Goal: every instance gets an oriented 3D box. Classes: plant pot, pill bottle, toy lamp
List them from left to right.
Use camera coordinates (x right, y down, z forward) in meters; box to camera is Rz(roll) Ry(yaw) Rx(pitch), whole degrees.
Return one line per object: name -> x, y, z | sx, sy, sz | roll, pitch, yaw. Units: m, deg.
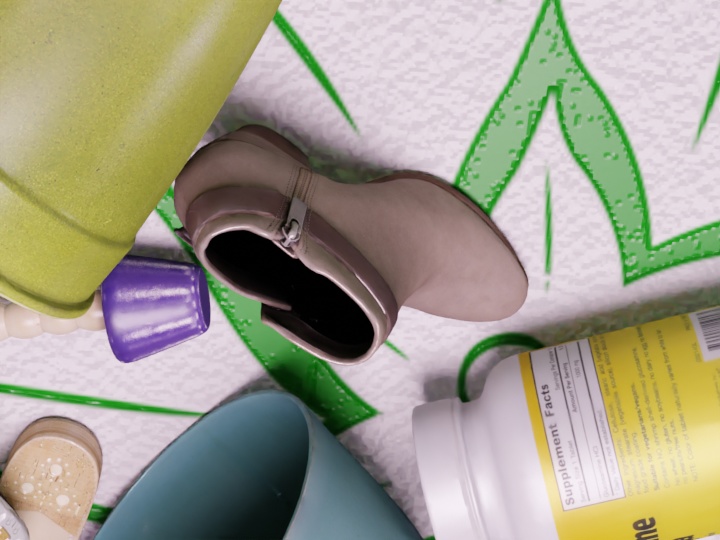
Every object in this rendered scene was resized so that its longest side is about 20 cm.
toy lamp -> -0.176, 0.026, 0.860 | 0.198, 0.058, 0.059 | -6, 117, 6
plant pot -> -0.126, -0.118, 0.724 | 0.193, 0.201, 0.200 | -44, 110, 7
plant pot -> -0.042, 0.191, 0.868 | 0.200, 0.201, 0.161 | -40, 115, 18
pill bottle -> 0.131, 0.089, 0.859 | 0.198, 0.113, 0.113 | -14, 116, 7

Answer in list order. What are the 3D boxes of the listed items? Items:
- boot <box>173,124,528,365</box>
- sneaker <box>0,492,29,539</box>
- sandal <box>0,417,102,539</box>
boot -> 0.000, 0.000, 0.794 | 0.199, 0.147, 0.071 | 26, 113, -13
sneaker -> -0.261, 0.098, 0.878 | 0.199, 0.088, 0.076 | 31, 104, -17
sandal -> -0.192, 0.188, 0.932 | 0.077, 0.070, 0.213 | 14, 116, -7
